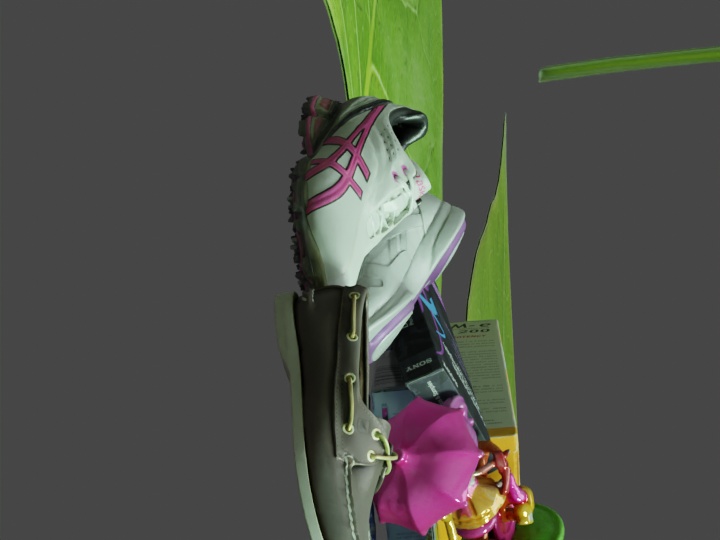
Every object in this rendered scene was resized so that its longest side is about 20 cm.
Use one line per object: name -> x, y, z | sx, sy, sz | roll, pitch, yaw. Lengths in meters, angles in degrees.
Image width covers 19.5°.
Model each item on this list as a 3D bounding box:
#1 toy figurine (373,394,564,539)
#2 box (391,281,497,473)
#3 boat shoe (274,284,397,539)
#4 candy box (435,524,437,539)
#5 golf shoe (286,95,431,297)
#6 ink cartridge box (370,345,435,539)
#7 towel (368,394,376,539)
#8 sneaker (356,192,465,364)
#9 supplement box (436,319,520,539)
toy figurine -> 0.074, 0.167, 1.524 | 0.200, 0.150, 0.184 | -57, 137, -49
box -> 0.048, 0.048, 1.630 | 0.143, 0.036, 0.200 | 59, 11, -48
boat shoe -> -0.011, 0.098, 1.283 | 0.072, 0.059, 0.200 | 73, 7, -58
candy box -> 0.067, 0.187, 2.029 | 0.102, 0.026, 0.200 | 34, 53, -83
golf shoe -> 0.000, -0.054, 1.410 | 0.200, 0.092, 0.073 | -82, 168, -48
ink cartridge box -> 0.037, 0.165, 1.713 | 0.196, 0.043, 0.200 | -86, 172, -78
towel -> 0.002, 0.188, 1.569 | 0.145, 0.024, 0.200 | 41, 46, -80
sneaker -> 0.000, 0.000, 1.513 | 0.075, 0.100, 0.200 | -54, 180, 41
supplement box -> 0.093, 0.142, 1.767 | 0.200, 0.073, 0.126 | -93, 178, -63
